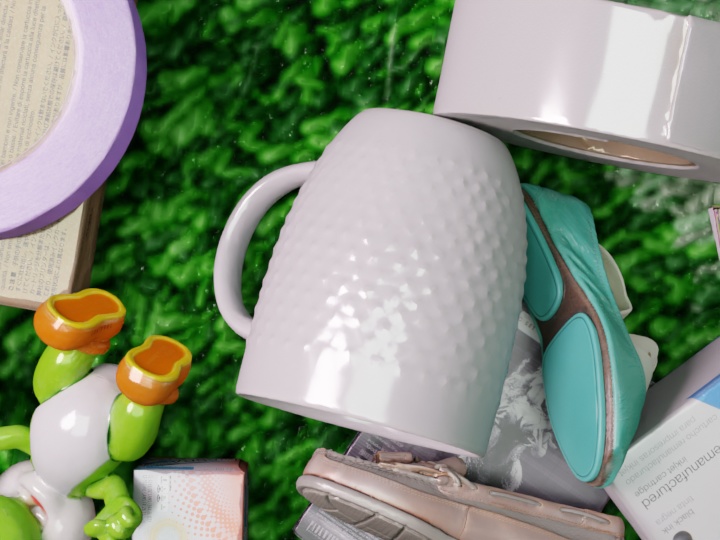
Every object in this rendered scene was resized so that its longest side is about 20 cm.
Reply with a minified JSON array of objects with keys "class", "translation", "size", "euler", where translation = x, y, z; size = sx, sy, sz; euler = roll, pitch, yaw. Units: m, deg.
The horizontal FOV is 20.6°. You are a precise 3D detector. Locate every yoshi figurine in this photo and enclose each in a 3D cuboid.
[{"class":"yoshi figurine","translation":[-0.180,0.116,1.125],"size":[0.112,0.112,0.200],"euler":[14,120,-28]}]

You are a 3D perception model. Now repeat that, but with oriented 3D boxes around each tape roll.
[{"class":"tape roll","translation":[0.144,-0.101,1.113],"size":[0.202,0.202,0.071],"euler":[12,89,-1]},{"class":"tape roll","translation":[-0.221,-0.116,1.100],"size":[0.200,0.066,0.201],"euler":[0,91,-1]}]

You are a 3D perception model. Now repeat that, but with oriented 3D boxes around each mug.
[{"class":"mug","translation":[0.000,0.000,1.145],"size":[0.200,0.148,0.176],"euler":[10,82,34]}]

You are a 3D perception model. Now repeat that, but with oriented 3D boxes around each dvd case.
[{"class":"dvd case","translation":[0.075,0.118,1.205],"size":[0.149,0.016,0.200],"euler":[35,90,0]}]

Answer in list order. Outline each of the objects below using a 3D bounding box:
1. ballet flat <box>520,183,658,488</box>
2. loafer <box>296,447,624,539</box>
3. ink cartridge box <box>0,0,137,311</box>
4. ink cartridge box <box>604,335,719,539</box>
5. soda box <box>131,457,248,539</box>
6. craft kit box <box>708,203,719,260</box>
[{"class":"ballet flat","translation":[0.135,0.032,1.147],"size":[0.070,0.067,0.200],"euler":[2,54,-27]},{"class":"loafer","translation":[0.061,0.141,1.170],"size":[0.200,0.072,0.063],"euler":[24,73,-7]},{"class":"ink cartridge box","translation":[-0.229,-0.083,1.169],"size":[0.164,0.075,0.200],"euler":[10,91,0]},{"class":"ink cartridge box","translation":[0.246,0.145,1.165],"size":[0.145,0.084,0.200],"euler":[-37,96,-1]},{"class":"soda box","translation":[-0.102,0.212,1.178],"size":[0.068,0.064,0.200],"euler":[1,90,-1]},{"class":"craft kit box","translation":[0.314,-0.041,1.119],"size":[0.200,0.198,0.049],"euler":[-13,93,0]}]
